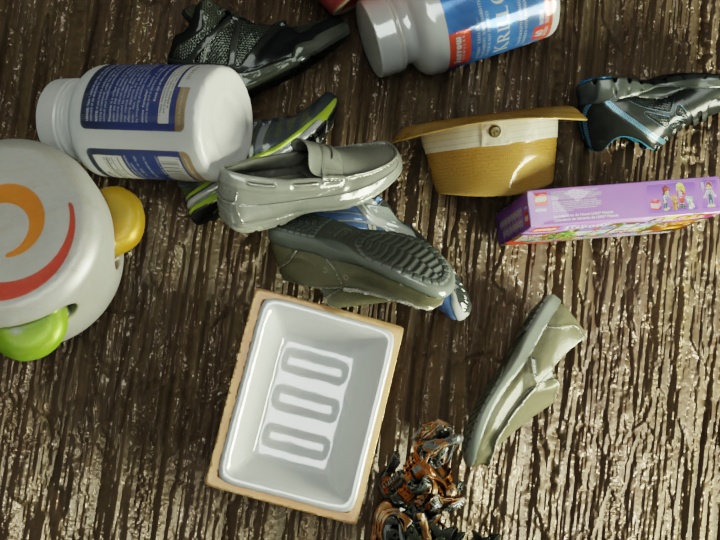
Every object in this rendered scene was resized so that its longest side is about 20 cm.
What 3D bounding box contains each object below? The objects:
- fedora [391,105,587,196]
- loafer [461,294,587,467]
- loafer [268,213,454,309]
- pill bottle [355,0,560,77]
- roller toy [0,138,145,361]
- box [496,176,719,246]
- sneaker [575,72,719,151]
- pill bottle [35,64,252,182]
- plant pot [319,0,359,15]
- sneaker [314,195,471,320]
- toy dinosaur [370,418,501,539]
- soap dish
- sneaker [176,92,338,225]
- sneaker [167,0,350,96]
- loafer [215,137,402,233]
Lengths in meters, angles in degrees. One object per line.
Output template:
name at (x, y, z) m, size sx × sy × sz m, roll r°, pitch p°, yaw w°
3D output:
fedora at (0.133, -0.117, 1.059) m, size 0.198 × 0.201 × 0.083 m, roll -8°, pitch 96°, yaw -7°
loafer at (0.172, 0.122, 1.081) m, size 0.069 × 0.075 × 0.201 m, roll 31°, pitch 81°, yaw 3°
loafer at (0.000, 0.000, 1.021) m, size 0.198 × 0.075 × 0.070 m, roll 19°, pitch 121°, yaw 26°
pill bottle at (0.101, -0.273, 1.105) m, size 0.198 × 0.112 × 0.113 m, roll -20°, pitch 85°, yaw -7°
roller toy at (-0.327, -0.024, 1.016) m, size 0.181 × 0.140 × 0.201 m, roll 27°, pitch 75°, yaw 7°
box at (0.252, -0.059, 1.081) m, size 0.197 × 0.137 × 0.040 m, roll -5°, pitch 83°, yaw -6°
sneaker at (0.334, -0.175, 1.146) m, size 0.197 × 0.073 × 0.083 m, roll -3°, pitch 99°, yaw -1°
pill bottle at (-0.216, -0.147, 1.031) m, size 0.198 × 0.111 × 0.112 m, roll 5°, pitch 81°, yaw 23°
plant pot at (-0.017, -0.377, 1.076) m, size 0.199 × 0.200 × 0.178 m, roll -33°, pitch 97°, yaw -9°
sneaker at (0.032, -0.013, 1.091) m, size 0.200 × 0.076 × 0.077 m, roll 42°, pitch 87°, yaw 10°
toy dinosaur at (0.061, 0.257, 1.049) m, size 0.101 × 0.135 × 0.202 m, roll -7°, pitch 116°, yaw -43°
soap dish at (-0.056, 0.136, 1.053) m, size 0.155 × 0.081 × 0.202 m, roll 15°, pitch 82°, yaw -4°
sneaker at (-0.110, -0.135, 1.088) m, size 0.199 × 0.074 × 0.081 m, roll -34°, pitch 84°, yaw -10°
sneaker at (-0.113, -0.248, 1.098) m, size 0.197 × 0.076 × 0.115 m, roll -23°, pitch 92°, yaw -3°
loafer at (-0.046, -0.095, 1.016) m, size 0.198 × 0.070 × 0.070 m, roll -20°, pitch 41°, yaw -26°
